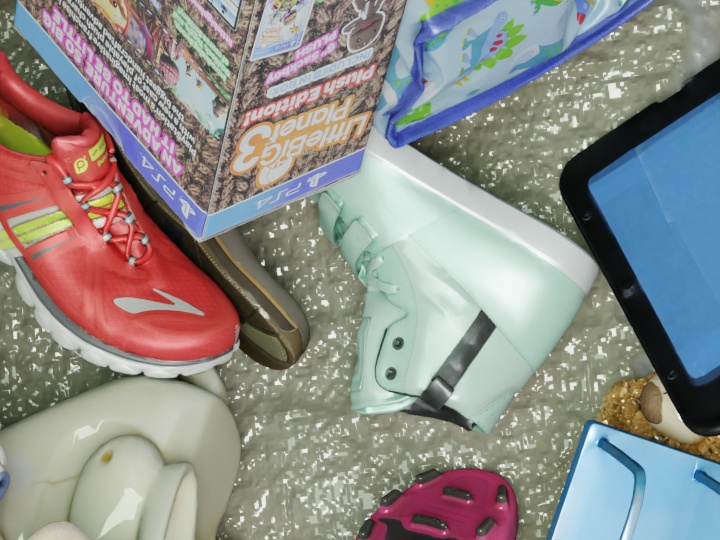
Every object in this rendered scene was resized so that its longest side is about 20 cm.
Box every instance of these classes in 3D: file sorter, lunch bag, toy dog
[{"bbox_3d":[0.177,0.167,1.162,0.199,0.123,0.139,19,92,-5],"label":"file sorter"},{"bbox_3d":[0.055,-0.182,1.296,0.199,0.128,0.170,-26,69,-27],"label":"lunch bag"},{"bbox_3d":[-0.165,0.113,1.286,0.199,0.140,0.195,-2,69,13],"label":"toy dog"}]

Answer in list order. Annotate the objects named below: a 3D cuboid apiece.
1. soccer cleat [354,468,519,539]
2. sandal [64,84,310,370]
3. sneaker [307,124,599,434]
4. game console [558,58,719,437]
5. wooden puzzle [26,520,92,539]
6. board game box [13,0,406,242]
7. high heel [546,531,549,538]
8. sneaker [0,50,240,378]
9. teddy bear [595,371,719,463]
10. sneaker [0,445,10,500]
[{"bbox_3d":[0.019,0.172,1.241,0.070,0.200,0.087,8,126,22],"label":"soccer cleat"},{"bbox_3d":[-0.082,-0.041,1.330,0.055,0.082,0.200,-36,75,-18],"label":"sandal"},{"bbox_3d":[0.000,0.000,1.298,0.200,0.074,0.119,28,80,14],"label":"sneaker"},{"bbox_3d":[0.177,-0.059,1.212,0.116,0.176,0.200,-9,42,-14],"label":"game console"},{"bbox_3d":[-0.149,0.221,1.182,0.200,0.185,0.046,-34,31,16],"label":"wooden puzzle"},{"bbox_3d":[-0.063,-0.146,1.206,0.097,0.200,0.160,-24,59,-32],"label":"board game box"},{"bbox_3d":[0.063,0.194,1.254,0.200,0.067,0.096,-40,77,-10],"label":"high heel"},{"bbox_3d":[-0.135,-0.029,1.285,0.200,0.077,0.085,40,135,11],"label":"sneaker"},{"bbox_3d":[0.202,0.043,1.250,0.199,0.067,0.146,-12,74,10],"label":"teddy bear"},{"bbox_3d":[-0.202,0.079,1.211,0.087,0.074,0.201,-22,78,13],"label":"sneaker"}]
